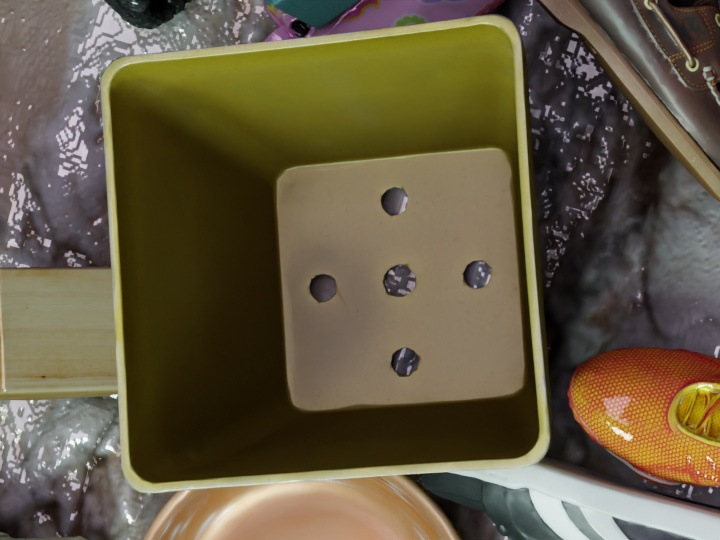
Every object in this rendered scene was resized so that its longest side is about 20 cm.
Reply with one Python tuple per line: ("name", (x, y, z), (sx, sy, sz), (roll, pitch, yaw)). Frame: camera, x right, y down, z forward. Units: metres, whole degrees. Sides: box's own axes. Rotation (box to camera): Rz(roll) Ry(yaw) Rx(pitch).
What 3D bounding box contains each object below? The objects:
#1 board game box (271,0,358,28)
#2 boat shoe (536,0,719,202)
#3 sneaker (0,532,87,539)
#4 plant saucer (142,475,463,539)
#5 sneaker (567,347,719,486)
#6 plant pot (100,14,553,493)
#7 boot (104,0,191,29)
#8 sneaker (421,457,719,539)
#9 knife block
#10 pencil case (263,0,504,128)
("board game box", (-0.005, -0.244, 1.140), (0.152, 0.045, 0.201), (-32, 65, 23))
("boat shoe", (0.145, -0.114, 1.124), (0.070, 0.070, 0.200), (-41, 104, 6))
("sneaker", (-0.236, 0.159, 1.251), (0.198, 0.076, 0.082), (-10, 81, 15))
("plant saucer", (-0.027, 0.188, 1.202), (0.198, 0.037, 0.202), (-1, 87, 18))
("sneaker", (0.196, 0.076, 1.112), (0.198, 0.077, 0.073), (17, 69, 14))
("plant pot", (0.000, 0.000, 1.129), (0.198, 0.176, 0.202), (-5, 85, 12))
("boot", (-0.119, -0.252, 1.236), (0.157, 0.079, 0.212), (32, 107, 24))
("sneaker", (0.111, 0.157, 1.140), (0.198, 0.073, 0.113), (15, 89, 17))
("knife block", (-0.162, 0.032, 1.183), (0.198, 0.175, 0.065), (-4, 86, 17))
("pencil case", (0.041, -0.166, 1.180), (0.200, 0.087, 0.088), (-39, 76, 11))
